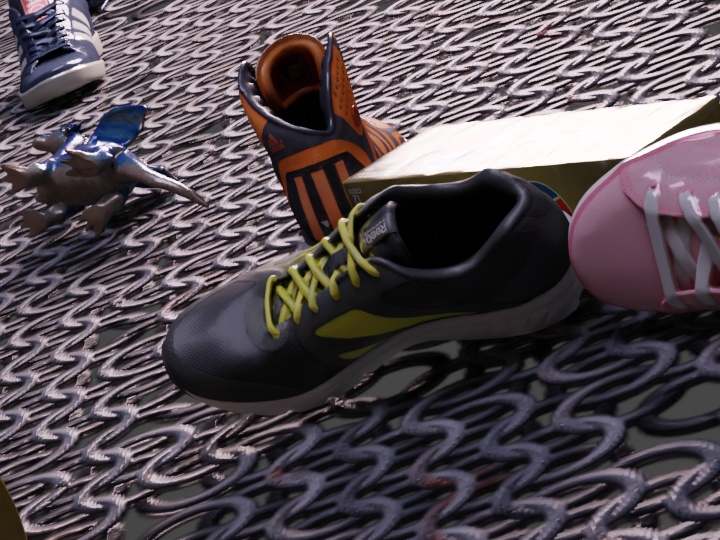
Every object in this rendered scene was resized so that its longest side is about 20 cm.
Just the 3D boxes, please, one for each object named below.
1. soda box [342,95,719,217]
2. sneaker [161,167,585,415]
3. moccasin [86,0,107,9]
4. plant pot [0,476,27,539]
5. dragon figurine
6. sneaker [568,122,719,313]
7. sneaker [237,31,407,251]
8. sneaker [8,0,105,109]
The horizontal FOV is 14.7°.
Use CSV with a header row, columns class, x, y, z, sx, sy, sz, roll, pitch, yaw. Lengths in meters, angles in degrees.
class,x,y,z,sx,sy,sz,roll,pitch,yaw
soda box,0.087,-0.033,1.311,0.068,0.064,0.200,-34,20,-36
sneaker,0.000,0.000,1.235,0.200,0.085,0.075,-19,58,9
moccasin,-0.250,-0.291,2.576,0.068,0.081,0.200,-33,16,3
plant pot,-0.254,0.129,1.029,0.200,0.201,0.189,-5,38,45
dragon figurine,-0.155,-0.066,1.752,0.200,0.059,0.099,-9,20,42
sneaker,0.165,-0.016,1.125,0.200,0.076,0.105,-9,14,26
sneaker,-0.016,-0.081,1.517,0.077,0.112,0.200,-21,16,3
sneaker,-0.250,-0.188,2.236,0.075,0.085,0.200,-22,16,-1
